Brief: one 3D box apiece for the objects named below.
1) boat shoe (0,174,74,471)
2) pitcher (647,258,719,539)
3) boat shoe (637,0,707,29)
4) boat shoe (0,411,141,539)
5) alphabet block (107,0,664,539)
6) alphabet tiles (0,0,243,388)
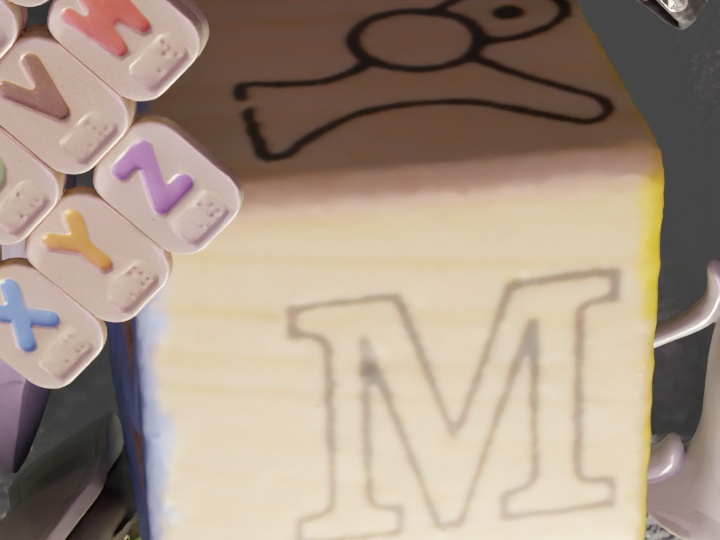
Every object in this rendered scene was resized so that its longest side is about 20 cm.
[{"bbox_3d":[-0.159,-0.006,1.097,0.068,0.074,0.200,11,129,6],"label":"boat shoe"},{"bbox_3d":[0.185,0.043,1.203,0.171,0.121,0.200,23,126,-7],"label":"pitcher"},{"bbox_3d":[0.070,-0.160,1.069,0.199,0.074,0.068,27,98,-35],"label":"boat shoe"},{"bbox_3d":[-0.120,0.118,1.111,0.072,0.202,0.060,-32,99,12],"label":"boat shoe"},{"bbox_3d":[0.000,0.000,1.082,0.200,0.195,0.197,-5,124,-8],"label":"alphabet block"},{"bbox_3d":[-0.148,-0.049,0.931,0.196,0.015,0.200,41,118,-12],"label":"alphabet tiles"}]
